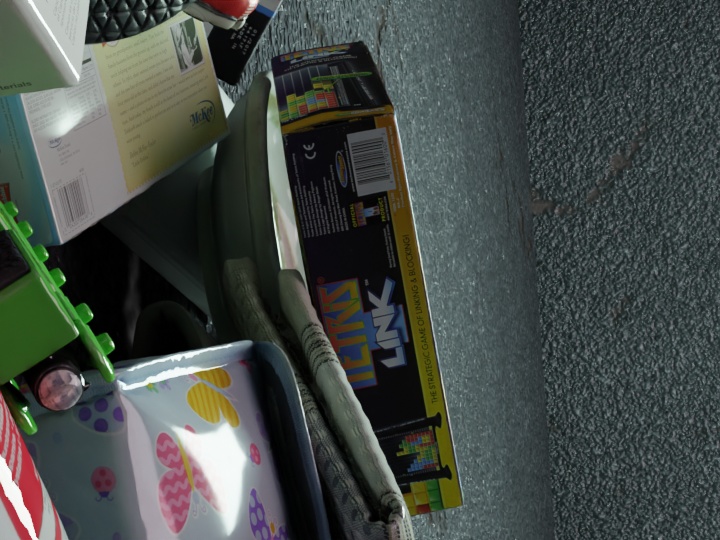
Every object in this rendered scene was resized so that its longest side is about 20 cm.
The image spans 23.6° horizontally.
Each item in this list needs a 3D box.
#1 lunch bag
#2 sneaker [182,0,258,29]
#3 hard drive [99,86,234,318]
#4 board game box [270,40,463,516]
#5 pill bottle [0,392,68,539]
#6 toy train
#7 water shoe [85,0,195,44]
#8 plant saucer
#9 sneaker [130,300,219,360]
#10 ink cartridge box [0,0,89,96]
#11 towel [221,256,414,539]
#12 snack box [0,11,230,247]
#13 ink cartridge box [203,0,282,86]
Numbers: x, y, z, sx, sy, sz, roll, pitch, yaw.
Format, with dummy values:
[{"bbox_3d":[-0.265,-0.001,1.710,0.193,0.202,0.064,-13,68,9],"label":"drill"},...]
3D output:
[{"bbox_3d":[-0.074,0.117,0.698,0.200,0.127,0.170,-1,77,-70],"label":"lunch bag"},{"bbox_3d":[-0.082,-0.208,0.788,0.077,0.085,0.200,2,65,-53],"label":"sneaker"},{"bbox_3d":[-0.102,-0.060,0.959,0.200,0.026,0.132,51,36,-68],"label":"hard drive"},{"bbox_3d":[0.000,0.000,0.864,0.165,0.057,0.200,-108,-172,-71],"label":"board game box"},{"bbox_3d":[-0.155,0.038,0.457,0.112,0.112,0.200,-81,161,-50],"label":"pill bottle"},{"bbox_3d":[-0.129,-0.004,0.586,0.056,0.042,0.200,61,-10,-26],"label":"toy train"},{"bbox_3d":[-0.075,-0.173,0.729,0.200,0.079,0.072,-41,159,-18],"label":"water shoe"},{"bbox_3d":[-0.054,-0.007,0.944,0.200,0.050,0.201,-8,90,-85],"label":"plant saucer"},{"bbox_3d":[-0.093,0.104,0.827,0.089,0.074,0.200,70,9,-52],"label":"sneaker"},{"bbox_3d":[-0.161,-0.172,0.588,0.200,0.085,0.146,68,21,-59],"label":"ink cartridge box"},{"bbox_3d":[-0.010,0.112,0.797,0.200,0.034,0.193,-122,-162,-47],"label":"towel"},{"bbox_3d":[-0.122,-0.092,0.785,0.200,0.037,0.116,-46,126,-65],"label":"snack box"},{"bbox_3d":[-0.059,-0.186,0.997,0.100,0.039,0.200,-59,-166,23],"label":"ink cartridge box"}]
